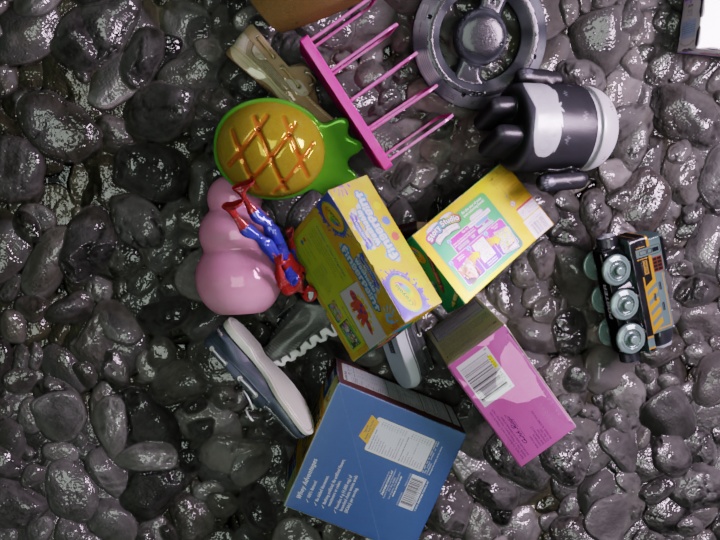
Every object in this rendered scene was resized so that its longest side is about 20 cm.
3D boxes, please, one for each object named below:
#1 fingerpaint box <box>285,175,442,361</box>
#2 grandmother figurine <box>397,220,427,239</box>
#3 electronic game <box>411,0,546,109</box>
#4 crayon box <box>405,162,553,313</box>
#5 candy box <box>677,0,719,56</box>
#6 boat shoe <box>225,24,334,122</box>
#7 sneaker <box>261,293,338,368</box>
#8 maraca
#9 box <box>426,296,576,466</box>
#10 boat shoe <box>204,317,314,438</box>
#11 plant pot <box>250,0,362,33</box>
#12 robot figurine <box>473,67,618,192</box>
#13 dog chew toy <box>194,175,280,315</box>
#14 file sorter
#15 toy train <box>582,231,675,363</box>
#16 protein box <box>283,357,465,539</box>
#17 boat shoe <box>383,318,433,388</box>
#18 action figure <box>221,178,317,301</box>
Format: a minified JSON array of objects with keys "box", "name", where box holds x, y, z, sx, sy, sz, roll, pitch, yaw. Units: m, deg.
[{"box":[0.000,0.000,1.193,0.073,0.167,0.201,-25,79,-33],"name":"fingerpaint box"},{"box":[0.075,-0.022,1.279,0.199,0.061,0.122,20,104,-4],"name":"grandmother figurine"},{"box":[0.170,-0.332,1.241,0.198,0.042,0.202,-3,104,-10],"name":"electronic game"},{"box":[0.163,-0.049,1.228,0.200,0.058,0.119,-39,90,-24],"name":"crayon box"},{"box":[0.554,-0.406,1.238,0.166,0.072,0.202,4,98,-4],"name":"candy box"},{"box":[-0.094,-0.262,1.222,0.200,0.071,0.065,39,93,-9],"name":"boat shoe"},{"box":[-0.097,0.082,1.283,0.199,0.066,0.091,-28,93,1],"name":"sneaker"},{"box":[-0.099,-0.160,1.176,0.198,0.107,0.138,7,113,-8],"name":"maraca"},{"box":[0.193,0.150,1.238,0.096,0.200,0.176,-36,100,3],"name":"box"},{"box":[-0.143,0.159,1.218,0.062,0.075,0.200,-40,87,9],"name":"boat shoe"},{"box":[-0.059,-0.417,1.160,0.199,0.186,0.187,-34,100,15],"name":"plant pot"},{"box":[0.260,-0.197,1.216,0.198,0.125,0.151,-3,112,-19],"name":"robot figurine"},{"box":[-0.174,-0.040,1.232,0.123,0.125,0.202,-2,91,-3],"name":"dog chew toy"},{"box":[0.022,-0.258,1.196,0.125,0.139,0.201,-34,99,1],"name":"file sorter"},{"box":[0.407,0.035,1.297,0.113,0.085,0.202,-17,100,-10],"name":"toy train"},{"box":[0.016,0.268,1.280,0.199,0.135,0.200,23,97,-7],"name":"protein box"},{"box":[0.065,0.075,1.283,0.066,0.070,0.201,-27,108,-28],"name":"boat shoe"},{"box":[-0.112,-0.029,1.180,0.051,0.066,0.201,-11,130,25],"name":"action figure"}]
